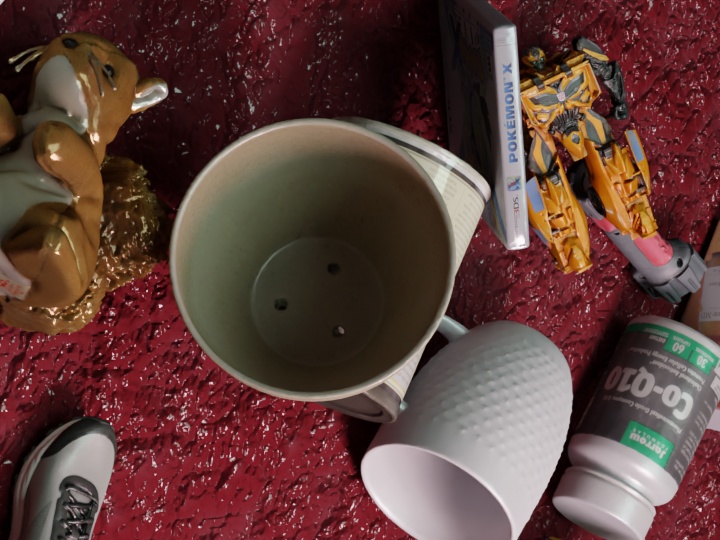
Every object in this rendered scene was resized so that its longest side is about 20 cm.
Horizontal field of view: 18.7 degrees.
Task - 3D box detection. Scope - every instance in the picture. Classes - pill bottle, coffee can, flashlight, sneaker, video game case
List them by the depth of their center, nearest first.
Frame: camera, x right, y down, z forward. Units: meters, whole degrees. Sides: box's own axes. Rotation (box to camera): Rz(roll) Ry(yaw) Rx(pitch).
[{"bbox_3d":[-0.220,0.202,1.587,0.074,0.079,0.201,36,71,-45],"label":"sneaker"},{"bbox_3d":[0.000,0.000,1.732,0.146,0.146,0.201,38,71,-46],"label":"coffee can"},{"bbox_3d":[0.099,-0.133,1.793,0.022,0.200,0.183,-8,110,-9],"label":"video game case"},{"bbox_3d":[0.270,-0.042,2.086,0.200,0.068,0.068,42,73,-44],"label":"flashlight"},{"bbox_3d":[0.268,0.154,2.098,0.113,0.113,0.200,46,65,-44],"label":"pill bottle"}]

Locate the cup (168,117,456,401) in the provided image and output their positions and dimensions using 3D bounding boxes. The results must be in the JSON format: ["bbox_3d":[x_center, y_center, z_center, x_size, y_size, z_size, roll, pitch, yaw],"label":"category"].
[{"bbox_3d":[-0.033,0.007,1.581,0.143,0.200,0.201,90,23,-76],"label":"cup"}]

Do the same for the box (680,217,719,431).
[{"bbox_3d":[0.412,0.066,2.204,0.106,0.152,0.201,37,71,-51],"label":"box"}]

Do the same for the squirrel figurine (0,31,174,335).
[{"bbox_3d":[-0.207,-0.062,1.520,0.200,0.141,0.187,62,43,-54],"label":"squirrel figurine"}]

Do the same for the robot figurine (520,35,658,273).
[{"bbox_3d":[0.188,-0.107,1.943,0.145,0.058,0.201,-27,110,-11],"label":"robot figurine"}]

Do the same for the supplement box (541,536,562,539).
[{"bbox_3d":[0.196,0.370,2.061,0.103,0.131,0.201,-16,111,-44],"label":"supplement box"}]

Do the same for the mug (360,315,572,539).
[{"bbox_3d":[0.086,0.118,1.879,0.200,0.148,0.176,43,55,-12],"label":"mug"}]

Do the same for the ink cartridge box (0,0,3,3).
[{"bbox_3d":[-0.293,-0.171,1.383,0.200,0.048,0.146,-54,168,-27],"label":"ink cartridge box"}]
